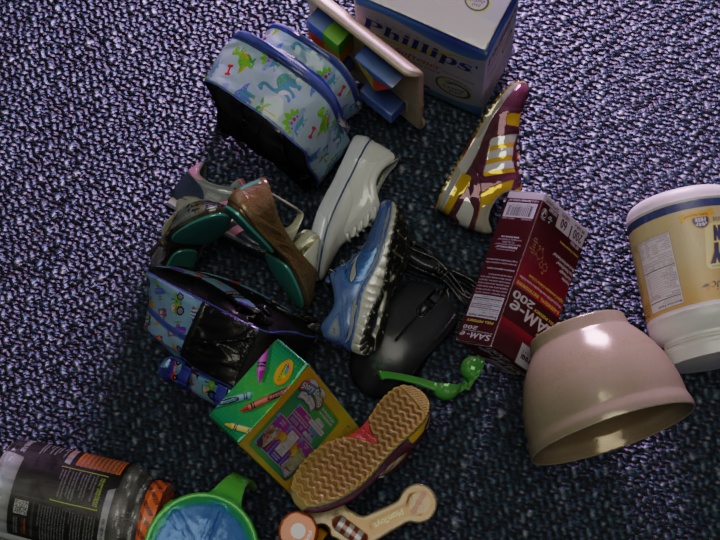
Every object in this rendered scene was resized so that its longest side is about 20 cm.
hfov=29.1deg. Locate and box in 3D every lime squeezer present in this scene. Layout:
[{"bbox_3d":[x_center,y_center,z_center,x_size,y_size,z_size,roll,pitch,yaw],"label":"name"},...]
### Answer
[{"bbox_3d":[0.117,0.115,1.704,0.198,0.038,0.071,-25,82,-21],"label":"lime squeezer"}]

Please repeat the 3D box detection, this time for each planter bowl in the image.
[{"bbox_3d":[0.272,0.129,1.618,0.198,0.200,0.136,-17,71,-2],"label":"planter bowl"}]

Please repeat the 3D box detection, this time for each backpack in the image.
[{"bbox_3d":[-0.097,-0.215,1.721,0.182,0.200,0.148,34,84,12],"label":"backpack"},{"bbox_3d":[-0.176,0.077,1.668,0.198,0.182,0.136,24,94,21],"label":"backpack"}]

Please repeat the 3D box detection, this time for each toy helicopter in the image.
[{"bbox_3d":[0.005,0.320,1.644,0.198,0.079,0.133,-26,76,-8],"label":"toy helicopter"}]

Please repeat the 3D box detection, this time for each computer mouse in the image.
[{"bbox_3d":[0.057,0.065,1.719,0.138,0.053,0.201,33,79,10],"label":"computer mouse"}]

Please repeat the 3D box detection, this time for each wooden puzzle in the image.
[{"bbox_3d":[0.000,-0.256,1.732,0.185,0.200,0.046,40,84,12],"label":"wooden puzzle"}]

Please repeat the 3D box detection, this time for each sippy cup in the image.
[{"bbox_3d":[-0.177,0.334,1.620,0.177,0.130,0.140,-31,75,-5],"label":"sippy cup"}]

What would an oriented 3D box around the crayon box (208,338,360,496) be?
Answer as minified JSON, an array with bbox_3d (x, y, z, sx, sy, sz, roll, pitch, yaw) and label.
[{"bbox_3d":[-0.083,0.179,1.618,0.058,0.200,0.119,36,78,33],"label":"crayon box"}]

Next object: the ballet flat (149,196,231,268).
[{"bbox_3d":[-0.214,-0.051,1.700,0.071,0.200,0.073,12,59,-22],"label":"ballet flat"}]

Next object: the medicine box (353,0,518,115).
[{"bbox_3d":[0.094,-0.306,1.739,0.181,0.200,0.104,25,77,9],"label":"medicine box"}]

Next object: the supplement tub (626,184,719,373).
[{"bbox_3d":[0.405,0.012,1.667,0.143,0.145,0.202,-9,75,1],"label":"supplement tub"}]

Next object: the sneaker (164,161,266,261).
[{"bbox_3d":[-0.147,-0.070,1.757,0.198,0.070,0.083,27,81,8],"label":"sneaker"}]

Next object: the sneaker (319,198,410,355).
[{"bbox_3d":[0.000,0.000,1.697,0.088,0.079,0.202,12,68,22],"label":"sneaker"}]

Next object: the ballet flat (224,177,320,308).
[{"bbox_3d":[-0.090,-0.038,1.664,0.072,0.201,0.068,-45,41,-13],"label":"ballet flat"}]

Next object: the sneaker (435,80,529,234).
[{"bbox_3d":[0.177,-0.142,1.764,0.090,0.075,0.201,31,85,2],"label":"sneaker"}]

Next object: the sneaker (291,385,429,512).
[{"bbox_3d":[0.006,0.226,1.639,0.199,0.090,0.075,-36,61,-18],"label":"sneaker"}]

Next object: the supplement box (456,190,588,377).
[{"bbox_3d":[0.199,0.017,1.690,0.060,0.109,0.202,8,72,45],"label":"supplement box"}]

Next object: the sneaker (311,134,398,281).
[{"bbox_3d":[-0.011,-0.075,1.750,0.070,0.073,0.202,20,78,10],"label":"sneaker"}]

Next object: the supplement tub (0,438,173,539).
[{"bbox_3d":[-0.330,0.278,1.647,0.198,0.123,0.124,12,76,7],"label":"supplement tub"}]
